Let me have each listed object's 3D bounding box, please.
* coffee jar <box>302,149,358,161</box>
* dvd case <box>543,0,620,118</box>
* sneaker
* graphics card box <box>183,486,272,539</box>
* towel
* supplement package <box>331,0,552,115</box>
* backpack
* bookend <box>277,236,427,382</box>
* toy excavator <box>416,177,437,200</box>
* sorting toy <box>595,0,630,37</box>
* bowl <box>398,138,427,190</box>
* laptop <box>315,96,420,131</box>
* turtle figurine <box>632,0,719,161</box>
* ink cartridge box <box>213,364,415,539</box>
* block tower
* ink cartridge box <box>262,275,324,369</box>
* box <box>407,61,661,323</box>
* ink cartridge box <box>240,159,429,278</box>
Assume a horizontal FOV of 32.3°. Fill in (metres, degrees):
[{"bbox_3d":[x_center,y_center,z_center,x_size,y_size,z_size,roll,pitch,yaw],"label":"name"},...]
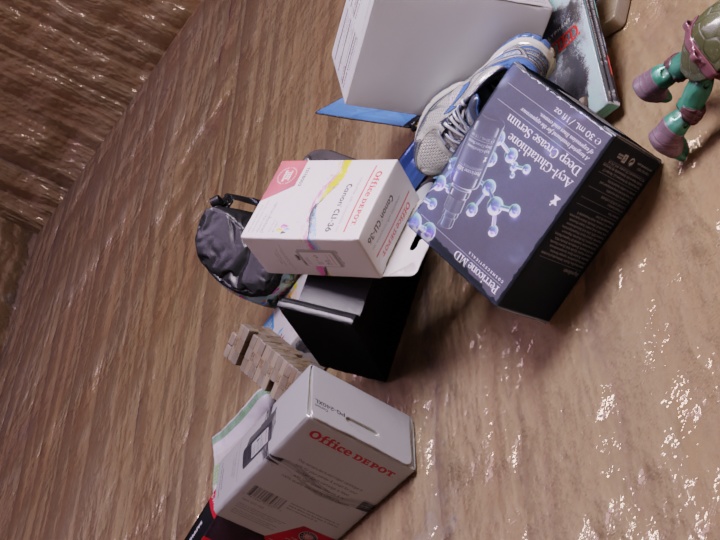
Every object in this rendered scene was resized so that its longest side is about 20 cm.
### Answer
[{"bbox_3d":[-0.024,-0.095,1.627,0.200,0.104,0.086,45,-114,-78],"label":"coffee jar"},{"bbox_3d":[0.217,-0.237,1.390,0.146,0.022,0.202,-38,53,52],"label":"dvd case"},{"bbox_3d":[0.121,-0.169,1.321,0.200,0.077,0.085,-46,9,30],"label":"sneaker"},{"bbox_3d":[-0.167,0.371,1.499,0.201,0.125,0.051,-56,24,12],"label":"graphics card box"},{"bbox_3d":[-0.167,0.272,1.728,0.149,0.031,0.201,-49,26,30],"label":"towel"},{"bbox_3d":[0.086,-0.263,1.382,0.111,0.198,0.157,-103,25,-51],"label":"supplement package"},{"bbox_3d":[-0.138,-0.018,1.783,0.167,0.200,0.127,41,102,21],"label":"backpack"},{"bbox_3d":[0.000,0.000,1.455,0.200,0.091,0.200,61,-135,-64],"label":"bookend"},{"bbox_3d":[0.151,-0.115,1.431,0.200,0.100,0.194,-49,22,-4],"label":"toy excavator"},{"bbox_3d":[0.243,-0.351,1.498,0.200,0.069,0.200,-25,43,55],"label":"sorting toy"},{"bbox_3d":[0.088,-0.153,1.542,0.201,0.039,0.201,-52,-1,-1],"label":"bowl"},{"bbox_3d":[0.072,-0.256,1.604,0.200,0.116,0.187,-49,-2,27],"label":"laptop"},{"bbox_3d":[0.331,-0.195,1.118,0.200,0.100,0.151,-44,28,48],"label":"turtle figurine"},{"bbox_3d":[-0.051,0.218,1.396,0.200,0.145,0.084,-47,25,32],"label":"ink cartridge box"},{"bbox_3d":[-0.095,0.134,1.591,0.200,0.058,0.054,34,106,41],"label":"block tower"},{"bbox_3d":[-0.056,0.058,1.680,0.200,0.068,0.115,-52,26,24],"label":"ink cartridge box"},{"bbox_3d":[0.170,-0.076,1.235,0.148,0.107,0.201,43,107,36],"label":"box"},{"bbox_3d":[-0.016,-0.058,1.340,0.199,0.068,0.117,2,52,34],"label":"ink cartridge box"}]
